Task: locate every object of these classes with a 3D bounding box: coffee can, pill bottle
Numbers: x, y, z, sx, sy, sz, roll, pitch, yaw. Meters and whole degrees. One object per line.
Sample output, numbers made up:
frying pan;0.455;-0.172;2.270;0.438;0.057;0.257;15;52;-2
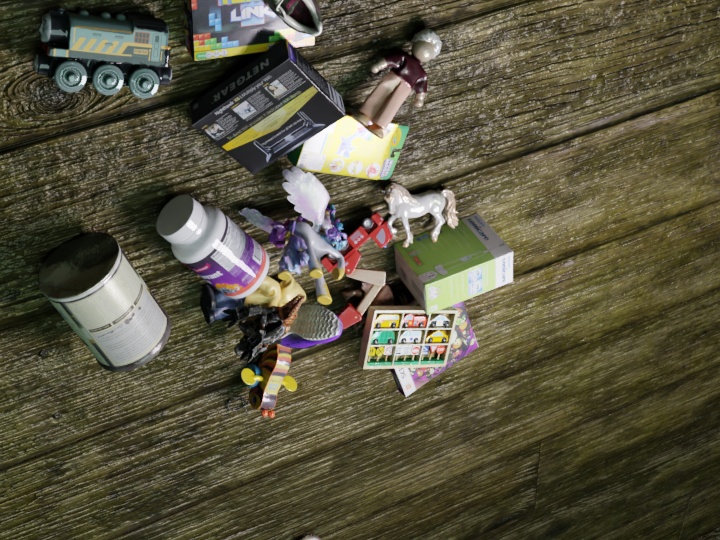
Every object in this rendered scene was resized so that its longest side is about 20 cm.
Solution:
coffee can;-0.430;0.055;1.550;0.146;0.147;0.200;-29;135;-6
pill bottle;-0.258;-0.044;1.592;0.111;0.112;0.200;-40;135;6

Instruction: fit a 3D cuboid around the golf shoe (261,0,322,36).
golf shoe;-0.122;-0.414;1.307;0.077;0.088;0.200;-45;133;12

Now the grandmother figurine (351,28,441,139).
grandmother figurine;0.071;-0.324;1.564;0.121;0.061;0.200;33;92;-43

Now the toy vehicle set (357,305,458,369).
toy vehicle set;0.096;0.134;1.836;0.199;0.026;0.125;1;109;-29

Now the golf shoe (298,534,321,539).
golf shoe;-0.109;0.753;2.352;0.072;0.092;0.200;-28;134;-5

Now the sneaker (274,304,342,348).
sneaker;-0.099;0.117;1.794;0.099;0.199;0.070;30;64;-46

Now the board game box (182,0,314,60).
board game box;-0.166;-0.414;1.379;0.199;0.057;0.166;-14;133;-20

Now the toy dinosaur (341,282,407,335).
toy dinosaur;0.046;0.070;1.886;0.135;0.086;0.201;-28;128;-10

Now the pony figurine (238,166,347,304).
pony figurine;-0.102;-0.065;1.626;0.166;0.201;0.193;-30;135;32

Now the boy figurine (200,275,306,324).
boy figurine;-0.198;0.047;1.734;0.199;0.065;0.125;-11;138;-24

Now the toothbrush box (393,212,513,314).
toothbrush box;0.188;-0.016;1.849;0.199;0.146;0.086;-22;133;-14

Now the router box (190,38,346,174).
router box;-0.149;-0.259;1.477;0.199;0.052;0.157;-29;140;20

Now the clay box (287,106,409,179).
clay box;-0.020;-0.228;1.623;0.199;0.048;0.115;4;122;-33

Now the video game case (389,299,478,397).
video game case;0.139;0.139;1.902;0.200;0.036;0.182;-32;123;-16

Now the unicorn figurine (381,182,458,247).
unicorn figurine;0.102;-0.116;1.779;0.199;0.074;0.138;-21;126;-33

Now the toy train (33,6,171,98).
toy train;-0.370;-0.318;1.329;0.199;0.085;0.115;0;114;-28

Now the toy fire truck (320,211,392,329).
toy fire truck;0.000;0.000;1.767;0.200;0.049;0.141;-41;95;6

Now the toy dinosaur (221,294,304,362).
toy dinosaur;-0.178;0.098;1.702;0.135;0.102;0.201;-8;134;-53

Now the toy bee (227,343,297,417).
toy bee;-0.188;0.243;1.874;0.130;0.109;0.201;-7;129;-28
